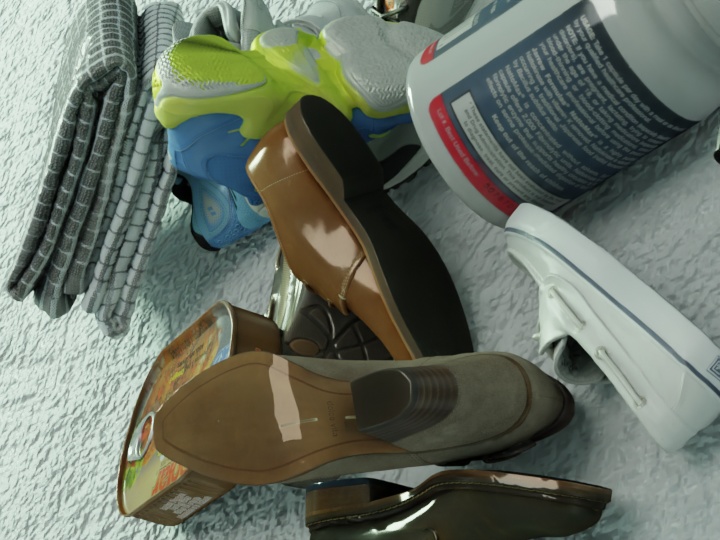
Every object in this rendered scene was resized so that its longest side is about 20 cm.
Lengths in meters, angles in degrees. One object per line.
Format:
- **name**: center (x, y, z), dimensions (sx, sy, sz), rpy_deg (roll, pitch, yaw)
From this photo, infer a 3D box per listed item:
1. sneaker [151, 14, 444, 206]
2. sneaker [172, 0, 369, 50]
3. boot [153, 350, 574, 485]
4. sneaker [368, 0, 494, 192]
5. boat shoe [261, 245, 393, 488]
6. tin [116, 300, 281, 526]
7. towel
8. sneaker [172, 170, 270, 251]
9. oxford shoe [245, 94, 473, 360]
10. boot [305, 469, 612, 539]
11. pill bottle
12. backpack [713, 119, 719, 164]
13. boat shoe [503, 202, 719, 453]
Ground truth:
- **sneaker**: center (-0.029, -0.095, 1.414), dimensions (0.076, 0.199, 0.105), rpy_deg (-99, 13, -45)
- **sneaker**: center (-0.054, -0.147, 1.516), dimensions (0.075, 0.115, 0.200), rpy_deg (-25, 28, 30)
- **boot**: center (0.010, 0.082, 1.241), dimensions (0.200, 0.146, 0.070), rpy_deg (-8, 79, 36)
- **sneaker**: center (0.028, -0.137, 1.469), dimensions (0.074, 0.079, 0.201), rpy_deg (10, 70, 50)
- **boat shoe**: center (-0.023, 0.042, 1.395), dimensions (0.073, 0.074, 0.200), rpy_deg (137, 149, -58)
- **tin**: center (-0.099, 0.090, 1.397), dimensions (0.200, 0.042, 0.112), rpy_deg (-37, 34, 61)
- **towel**: center (-0.177, -0.076, 1.569), dimensions (0.166, 0.085, 0.200), rpy_deg (-108, 34, -65)
- **sneaker**: center (-0.105, -0.091, 1.587), dimensions (0.090, 0.078, 0.200), rpy_deg (-42, 36, 22)
- **oxford shoe**: center (0.000, 0.000, 1.339), dimensions (0.071, 0.071, 0.200), rpy_deg (-39, 71, 26)
- **boot**: center (0.049, 0.157, 1.217), dimensions (0.200, 0.075, 0.097), rpy_deg (-10, 71, 45)
- **pill bottle**: center (0.135, -0.119, 1.292), dimensions (0.200, 0.120, 0.120), rpy_deg (-32, 40, 28)
- **backpack**: center (0.283, -0.078, 1.055), dimensions (0.200, 0.150, 0.178), rpy_deg (-15, 52, 51)
- **boat shoe**: center (0.121, 0.028, 1.222), dimensions (0.065, 0.074, 0.200), rpy_deg (-48, 34, 1)
